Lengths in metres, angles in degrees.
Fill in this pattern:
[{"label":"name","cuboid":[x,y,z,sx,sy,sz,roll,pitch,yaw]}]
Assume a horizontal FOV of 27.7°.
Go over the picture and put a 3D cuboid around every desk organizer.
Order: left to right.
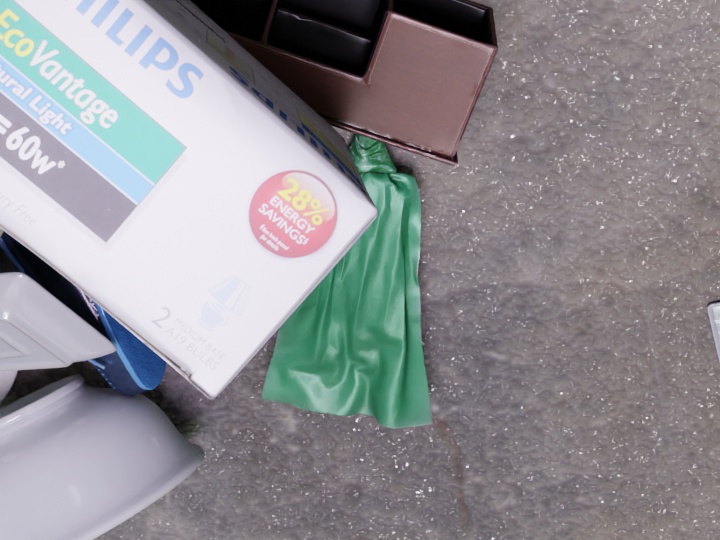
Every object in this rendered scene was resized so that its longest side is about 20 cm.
[{"label":"desk organizer","cuboid":[-0.023,-0.139,0.861,0.198,0.072,0.077,18,119,-7]}]

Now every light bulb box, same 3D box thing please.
[{"label":"light bulb box","cuboid":[-0.109,-0.068,0.739,0.198,0.200,0.125,40,98,-14]}]

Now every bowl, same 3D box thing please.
[{"label":"bowl","cuboid":[-0.213,0.131,0.987,0.200,0.201,0.091,-24,95,17]}]

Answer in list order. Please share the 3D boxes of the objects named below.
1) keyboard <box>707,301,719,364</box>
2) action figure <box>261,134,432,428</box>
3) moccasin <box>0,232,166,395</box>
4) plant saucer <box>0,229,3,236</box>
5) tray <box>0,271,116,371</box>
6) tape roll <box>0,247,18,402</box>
[{"label":"keyboard","cuboid":[0.289,0.100,1.023,0.056,0.011,0.201,-14,119,12]},{"label":"action figure","cuboid":[0.000,0.000,0.955,0.117,0.055,0.202,6,115,1]},{"label":"moccasin","cuboid":[-0.196,-0.006,0.961,0.068,0.081,0.201,-21,104,21]},{"label":"plant saucer","cuboid":[-0.275,-0.090,0.893,0.199,0.050,0.202,6,105,25]},{"label":"tray","cuboid":[-0.263,0.041,0.918,0.198,0.022,0.107,-5,151,25]},{"label":"tape roll","cuboid":[-0.327,0.030,1.003,0.201,0.037,0.204,2,122,2]}]
